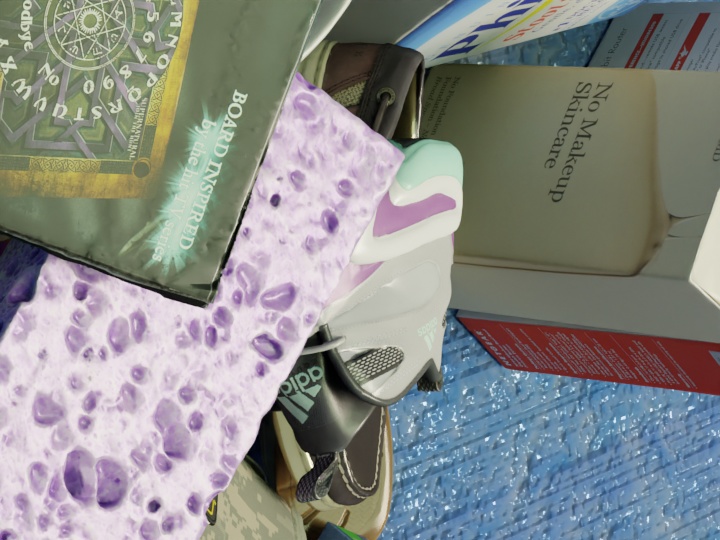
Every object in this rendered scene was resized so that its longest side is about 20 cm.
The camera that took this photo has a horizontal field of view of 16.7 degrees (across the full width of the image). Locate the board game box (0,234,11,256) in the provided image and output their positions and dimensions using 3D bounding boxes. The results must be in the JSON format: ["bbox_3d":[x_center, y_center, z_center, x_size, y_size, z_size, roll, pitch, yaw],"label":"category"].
[{"bbox_3d":[-0.156,-0.010,0.866,0.200,0.032,0.120,2,81,-45],"label":"board game box"}]

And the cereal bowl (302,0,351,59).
[{"bbox_3d":[-0.095,-0.150,0.884,0.200,0.083,0.201,1,88,-24],"label":"cereal bowl"}]

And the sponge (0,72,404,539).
[{"bbox_3d":[-0.071,0.015,0.824,0.112,0.030,0.200,38,73,-36],"label":"sponge"}]

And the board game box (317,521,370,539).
[{"bbox_3d":[-0.012,0.222,1.090,0.135,0.034,0.200,27,94,-41],"label":"board game box"}]

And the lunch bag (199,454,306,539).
[{"bbox_3d":[-0.115,0.121,0.969,0.164,0.117,0.200,48,58,-28],"label":"lunch bag"}]

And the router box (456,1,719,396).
[{"bbox_3d":[0.164,-0.040,1.177,0.049,0.179,0.200,45,64,-36],"label":"router box"}]

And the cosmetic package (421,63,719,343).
[{"bbox_3d":[0.105,-0.033,1.107,0.073,0.200,0.104,35,69,-39],"label":"cosmetic package"}]

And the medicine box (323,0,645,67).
[{"bbox_3d":[0.091,-0.179,1.079,0.200,0.182,0.103,-20,81,-41],"label":"medicine box"}]

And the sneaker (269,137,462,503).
[{"bbox_3d":[-0.032,0.017,0.916,0.200,0.078,0.140,2,85,-43],"label":"sneaker"}]

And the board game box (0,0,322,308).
[{"bbox_3d":[-0.075,-0.104,0.766,0.135,0.028,0.200,22,86,-21],"label":"board game box"}]

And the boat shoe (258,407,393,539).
[{"bbox_3d":[-0.019,0.027,1.100,0.073,0.063,0.201,8,85,-17],"label":"boat shoe"}]

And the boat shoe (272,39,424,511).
[{"bbox_3d":[0.000,0.000,1.029,0.072,0.065,0.201,20,69,-69],"label":"boat shoe"}]
